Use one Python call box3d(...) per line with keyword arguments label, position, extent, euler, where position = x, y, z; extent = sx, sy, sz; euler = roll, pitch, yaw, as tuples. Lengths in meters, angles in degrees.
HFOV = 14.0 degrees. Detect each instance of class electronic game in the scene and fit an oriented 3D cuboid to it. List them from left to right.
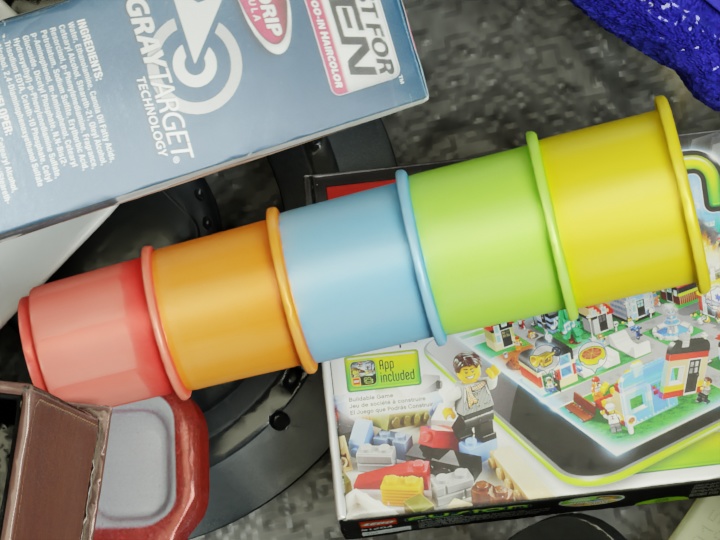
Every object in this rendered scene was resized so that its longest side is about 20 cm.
box3d(label="electronic game", position=(-0.084, -0.009, 0.954), extent=(0.199, 0.042, 0.201), euler=(0, 87, 3))

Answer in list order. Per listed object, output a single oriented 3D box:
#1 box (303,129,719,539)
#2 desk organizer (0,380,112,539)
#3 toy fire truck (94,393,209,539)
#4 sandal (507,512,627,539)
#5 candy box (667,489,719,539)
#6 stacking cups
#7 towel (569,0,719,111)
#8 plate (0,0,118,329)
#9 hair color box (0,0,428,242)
box3d(label="box", position=(0.086, 0.016, 0.900), extent=(0.199, 0.035, 0.110), euler=(-7, 76, 1))
box3d(label="desk organizer", position=(-0.125, 0.128, 0.804), extent=(0.071, 0.077, 0.201), euler=(6, 82, 10))
box3d(label="toy fire truck", position=(-0.145, 0.118, 0.907), extent=(0.199, 0.112, 0.169), euler=(-2, 80, 10))
box3d(label="sandal", position=(0.027, 0.164, 0.859), extent=(0.075, 0.045, 0.200), euler=(32, 93, 18))
box3d(label="candy box", position=(0.172, 0.143, 0.883), extent=(0.200, 0.026, 0.102), euler=(34, 69, 13))
box3d(label="stacking cups", position=(0.000, 0.000, 0.865), extent=(0.199, 0.061, 0.061), euler=(-13, 79, 7))
box3d(label="towel", position=(0.071, -0.156, 0.860), extent=(0.049, 0.200, 0.148), euler=(-16, 46, 48))
box3d(label="plate", position=(-0.197, -0.032, 0.880), extent=(0.200, 0.032, 0.200), euler=(44, 74, -11))
box3d(label="hair color box", position=(-0.092, -0.044, 0.849), extent=(0.200, 0.100, 0.061), euler=(-19, 95, -21))
